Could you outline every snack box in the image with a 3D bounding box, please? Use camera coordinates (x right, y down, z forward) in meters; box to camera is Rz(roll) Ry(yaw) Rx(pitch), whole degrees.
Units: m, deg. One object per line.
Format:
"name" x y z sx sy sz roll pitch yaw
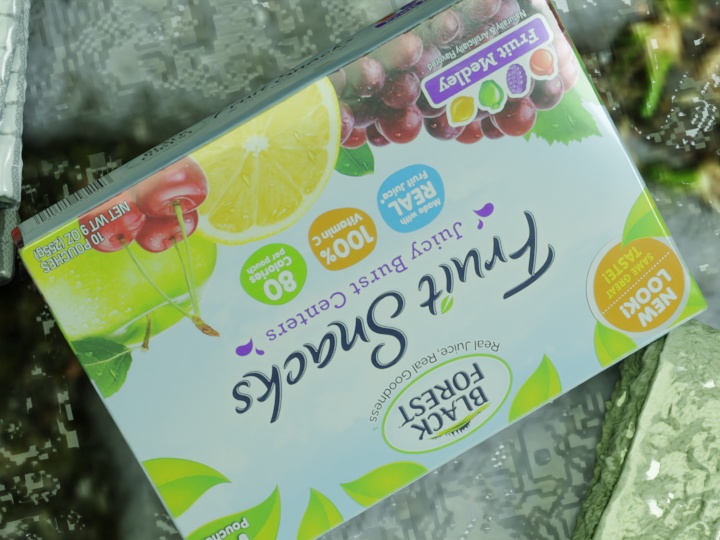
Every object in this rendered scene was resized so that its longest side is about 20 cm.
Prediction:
"snack box" 0.000 0.000 0.881 0.200 0.053 0.142 -30 104 -5

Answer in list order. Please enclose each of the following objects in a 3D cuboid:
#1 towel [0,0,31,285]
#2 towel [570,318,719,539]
"towel" -0.200 -0.085 0.906 0.166 0.086 0.200 3 79 -3
"towel" 0.136 0.128 0.886 0.148 0.036 0.200 20 80 3
